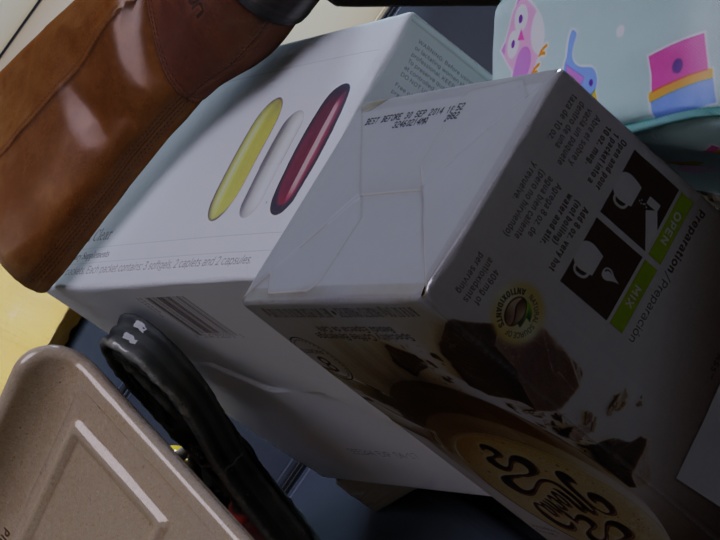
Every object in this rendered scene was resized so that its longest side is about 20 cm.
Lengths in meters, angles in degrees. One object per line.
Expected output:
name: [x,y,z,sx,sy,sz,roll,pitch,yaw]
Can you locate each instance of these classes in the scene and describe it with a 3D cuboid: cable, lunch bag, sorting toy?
cable: [-0.063,0.087,0.889,0.050,0.097,0.200,-44,-21,-9]
lunch bag: [0.141,-0.062,0.665,0.160,0.199,0.077,2,86,63]
sorting toy: [-0.094,0.156,0.843,0.200,0.036,0.186,40,116,30]

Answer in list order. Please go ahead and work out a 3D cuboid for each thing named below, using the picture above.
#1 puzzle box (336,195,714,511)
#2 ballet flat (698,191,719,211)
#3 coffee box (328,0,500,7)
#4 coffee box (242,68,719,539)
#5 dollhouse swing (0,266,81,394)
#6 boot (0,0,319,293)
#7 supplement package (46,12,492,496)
puzzle box: [0.070,0.008,0.917,0.200,0.025,0.133,-35,31,35]
ballet flat: [0.119,-0.060,0.841,0.200,0.067,0.047,-135,42,-54]
coffee box: [0.076,-0.169,0.895,0.080,0.199,0.115,-133,42,-66]
coffee box: [0.079,0.035,0.647,0.080,0.200,0.113,-58,23,-17]
dollhouse swing: [-0.259,0.050,1.452,0.201,0.175,0.182,-62,-16,-17]
boot: [-0.091,-0.117,0.865,0.200,0.068,0.189,-44,51,31]
supplement package: [0.000,0.000,0.832,0.200,0.156,0.111,-4,54,60]
